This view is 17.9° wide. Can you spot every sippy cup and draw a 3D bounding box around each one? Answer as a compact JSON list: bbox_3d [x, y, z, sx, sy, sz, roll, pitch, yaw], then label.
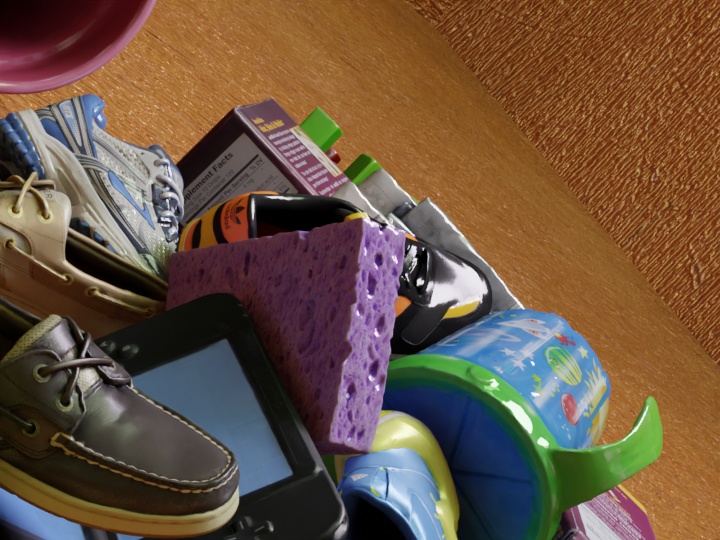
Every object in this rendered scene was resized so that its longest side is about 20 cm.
[{"bbox_3d":[0.073,0.088,1.279,0.178,0.140,0.130,34,37,14],"label":"sippy cup"}]

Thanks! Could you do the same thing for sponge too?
[{"bbox_3d":[-0.048,0.038,1.161,0.030,0.112,0.200,15,-12,-31],"label":"sponge"}]

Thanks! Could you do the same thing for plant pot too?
[{"bbox_3d":[-0.245,-0.229,1.492,0.200,0.200,0.179,39,-2,-28],"label":"plant pot"}]

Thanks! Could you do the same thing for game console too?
[{"bbox_3d":[-0.123,0.061,1.048,0.200,0.176,0.116,-120,-170,-51],"label":"game console"}]

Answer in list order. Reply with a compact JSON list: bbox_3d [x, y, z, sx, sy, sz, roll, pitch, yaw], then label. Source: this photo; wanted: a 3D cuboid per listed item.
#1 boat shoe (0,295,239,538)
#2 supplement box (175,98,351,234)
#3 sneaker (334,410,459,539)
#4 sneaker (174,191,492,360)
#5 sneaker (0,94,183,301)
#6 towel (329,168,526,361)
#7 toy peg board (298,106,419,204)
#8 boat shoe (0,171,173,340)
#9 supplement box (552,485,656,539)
[{"bbox_3d":[-0.140,0.050,0.969,0.200,0.065,0.073,22,28,9],"label":"boat shoe"},{"bbox_3d":[-0.031,-0.009,1.464,0.200,0.086,0.110,47,13,1],"label":"supplement box"},{"bbox_3d":[0.026,0.178,1.197,0.200,0.076,0.105,67,20,-12],"label":"sneaker"},{"bbox_3d":[0.000,0.000,1.302,0.200,0.090,0.070,12,66,-25],"label":"sneaker"},{"bbox_3d":[-0.134,-0.033,1.344,0.200,0.085,0.077,51,-25,21],"label":"sneaker"},{"bbox_3d":[0.013,0.059,1.368,0.193,0.200,0.035,45,-21,0],"label":"towel"},{"bbox_3d":[0.001,-0.016,1.676,0.200,0.098,0.199,45,-2,13],"label":"toy peg board"},{"bbox_3d":[-0.180,-0.017,1.228,0.200,0.066,0.074,38,13,-33],"label":"boat shoe"},{"bbox_3d":[0.107,0.190,1.362,0.103,0.131,0.200,43,12,-12],"label":"supplement box"}]
